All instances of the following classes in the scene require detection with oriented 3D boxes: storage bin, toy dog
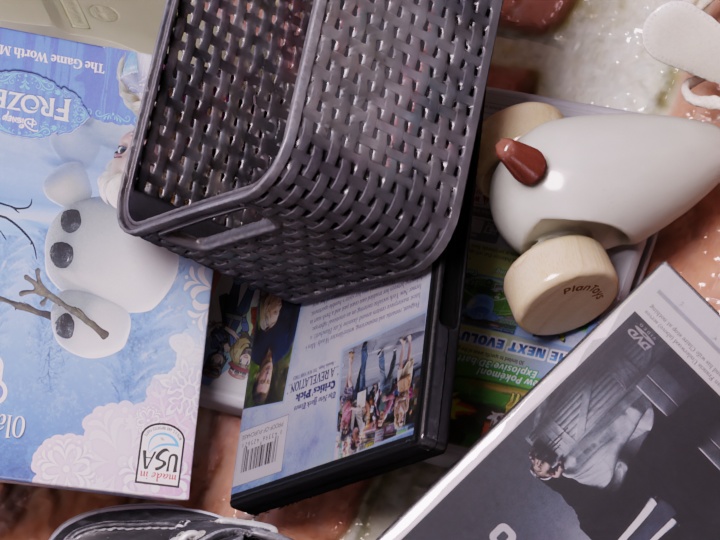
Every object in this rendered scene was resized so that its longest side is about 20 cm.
[{"bbox_3d":[-0.017,-0.099,1.063,0.135,0.094,0.201,-15,57,53],"label":"storage bin"},{"bbox_3d":[0.129,-0.060,1.054,0.200,0.096,0.132,-41,63,-4],"label":"toy dog"}]

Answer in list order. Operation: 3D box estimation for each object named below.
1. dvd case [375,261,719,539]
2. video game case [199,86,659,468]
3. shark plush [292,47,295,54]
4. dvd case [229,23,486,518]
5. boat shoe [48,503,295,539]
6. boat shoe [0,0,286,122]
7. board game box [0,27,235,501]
[{"bbox_3d":[0.107,0.117,1.005,0.200,0.025,0.150,-44,81,-7],"label":"dvd case"},{"bbox_3d":[0.033,-0.003,1.134,0.199,0.022,0.183,12,71,26],"label":"video game case"},{"bbox_3d":[0.018,-0.196,1.231,0.083,0.091,0.201,13,91,47],"label":"shark plush"},{"bbox_3d":[0.000,0.000,1.080,0.142,0.018,0.201,-23,52,49],"label":"dvd case"},{"bbox_3d":[-0.063,0.141,1.076,0.199,0.068,0.072,14,72,27],"label":"boat shoe"},{"bbox_3d":[-0.129,-0.096,1.172,0.063,0.199,0.071,-64,33,28],"label":"boat shoe"},{"bbox_3d":[-0.163,-0.007,1.084,0.043,0.199,0.200,171,106,-66],"label":"board game box"}]
